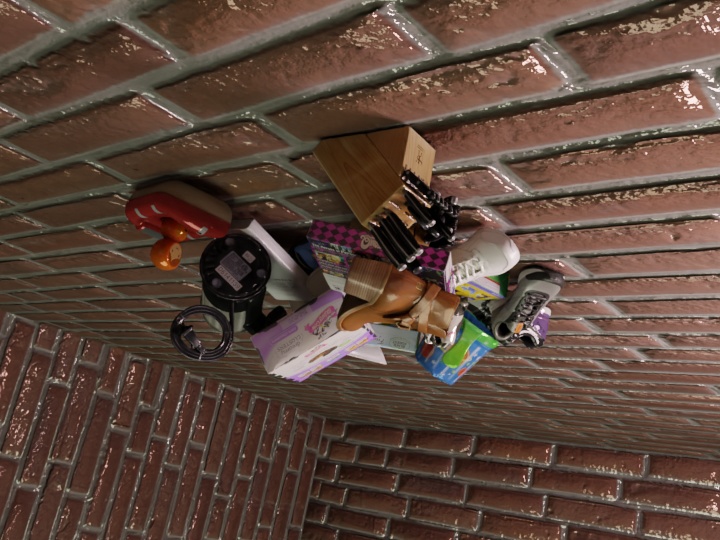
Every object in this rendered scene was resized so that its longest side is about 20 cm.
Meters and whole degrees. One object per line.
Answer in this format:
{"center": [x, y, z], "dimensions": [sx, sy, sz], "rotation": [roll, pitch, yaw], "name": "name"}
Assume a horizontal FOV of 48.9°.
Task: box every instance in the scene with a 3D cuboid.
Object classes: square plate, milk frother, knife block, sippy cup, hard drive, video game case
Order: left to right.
{"center": [-0.239, 0.069, 1.342], "dimensions": [0.199, 0.181, 0.188], "rotation": [-25, 164, -20], "name": "milk frother"}
{"center": [-0.168, -0.017, 1.398], "dimensions": [0.132, 0.027, 0.200], "rotation": [1, 143, 46], "name": "hard drive"}
{"center": [-0.050, 0.121, 1.722], "dimensions": [0.199, 0.029, 0.198], "rotation": [18, -161, -24], "name": "square plate"}
{"center": [0.021, -0.076, 0.941], "dimensions": [0.199, 0.176, 0.064], "rotation": [-1, 158, 37], "name": "knife block"}
{"center": [0.036, 0.002, 1.134], "dimensions": [0.199, 0.036, 0.181], "rotation": [14, 159, 16], "name": "video game case"}
{"center": [0.046, -0.068, 1.119], "dimensions": [0.199, 0.064, 0.176], "rotation": [5, 161, 24], "name": "knife block"}
{"center": [0.178, 0.144, 1.533], "dimensions": [0.140, 0.130, 0.178], "rotation": [44, -168, 34], "name": "sippy cup"}

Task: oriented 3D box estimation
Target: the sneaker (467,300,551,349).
{"center": [0.259, 0.089, 1.462], "dimensions": [0.199, 0.088, 0.076], "rotation": [16, 163, -13], "name": "sneaker"}

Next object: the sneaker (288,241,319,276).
{"center": [-0.059, 0.001, 1.443], "dimensions": [0.082, 0.071, 0.200], "rotation": [6, 157, 37], "name": "sneaker"}

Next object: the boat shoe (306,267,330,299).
{"center": [0.000, 0.000, 1.330], "dimensions": [0.200, 0.075, 0.062], "rotation": [-33, 156, 27], "name": "boat shoe"}

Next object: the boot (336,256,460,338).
{"center": [0.052, 0.054, 1.108], "dimensions": [0.155, 0.077, 0.200], "rotation": [19, 148, 3], "name": "boot"}

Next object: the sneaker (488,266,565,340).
{"center": [0.282, 0.057, 1.335], "dimensions": [0.074, 0.080, 0.200], "rotation": [16, 148, -12], "name": "sneaker"}

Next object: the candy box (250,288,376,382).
{"center": [-0.073, 0.112, 1.331], "dimensions": [0.167, 0.072, 0.200], "rotation": [-30, 165, 2], "name": "candy box"}

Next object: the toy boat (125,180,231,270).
{"center": [-0.300, -0.063, 1.277], "dimensions": [0.130, 0.131, 0.200], "rotation": [25, 159, -38], "name": "toy boat"}

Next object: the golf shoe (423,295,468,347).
{"center": [0.126, 0.095, 1.417], "dimensions": [0.077, 0.088, 0.200], "rotation": [11, 167, -11], "name": "golf shoe"}

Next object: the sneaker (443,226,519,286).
{"center": [0.152, -0.003, 1.188], "dimensions": [0.078, 0.099, 0.200], "rotation": [55, 148, -12], "name": "sneaker"}

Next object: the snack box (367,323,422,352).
{"center": [0.028, 0.109, 1.639], "dimensions": [0.199, 0.053, 0.142], "rotation": [9, -163, 8], "name": "snack box"}

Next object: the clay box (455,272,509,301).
{"center": [0.146, 0.019, 1.382], "dimensions": [0.115, 0.048, 0.200], "rotation": [23, 159, -34], "name": "clay box"}
